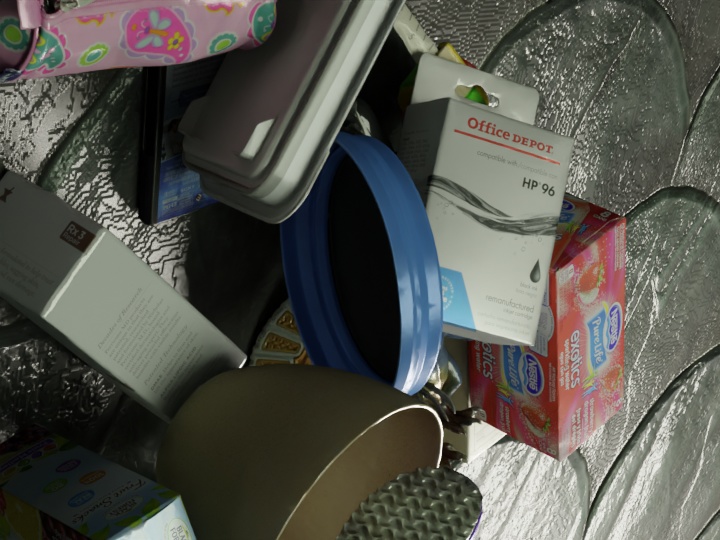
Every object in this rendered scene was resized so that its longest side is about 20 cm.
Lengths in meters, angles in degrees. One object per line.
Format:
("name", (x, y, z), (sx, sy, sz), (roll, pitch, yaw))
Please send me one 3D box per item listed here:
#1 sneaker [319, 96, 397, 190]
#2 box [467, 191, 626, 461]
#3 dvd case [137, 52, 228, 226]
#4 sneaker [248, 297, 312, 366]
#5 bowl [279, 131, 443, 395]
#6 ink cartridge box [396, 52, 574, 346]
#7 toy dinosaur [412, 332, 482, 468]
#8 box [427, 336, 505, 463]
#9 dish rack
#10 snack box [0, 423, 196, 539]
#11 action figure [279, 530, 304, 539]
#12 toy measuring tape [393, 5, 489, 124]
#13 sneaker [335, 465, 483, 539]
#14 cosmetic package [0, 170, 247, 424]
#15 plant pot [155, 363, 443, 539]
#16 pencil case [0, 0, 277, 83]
("sneaker", (0.006, -0.072, 1.412), (0.090, 0.069, 0.201), (-57, 148, -37))
("box", (0.152, 0.041, 1.499), (0.095, 0.099, 0.201), (-35, 135, -34))
("dvd case", (-0.093, -0.140, 1.267), (0.142, 0.017, 0.202), (-22, 129, -44))
("sneaker", (-0.048, 0.100, 1.451), (0.201, 0.075, 0.088), (-68, 162, 11))
("bowl", (0.000, 0.000, 1.297), (0.039, 0.201, 0.202), (-11, 123, -23))
("ink cartridge box", (0.086, -0.055, 1.361), (0.115, 0.068, 0.202), (14, 83, -26))
("toy dinosaur", (0.039, 0.077, 1.464), (0.105, 0.199, 0.182), (-50, 126, -37))
("box", (0.092, 0.055, 1.586), (0.095, 0.077, 0.201), (-32, 135, -38))
("dish rack", (-0.049, -0.137, 1.186), (0.043, 0.171, 0.201), (29, 88, -28))
("snack box", (-0.164, 0.206, 1.193), (0.067, 0.199, 0.170), (-30, 116, -28))
("action figure", (-0.087, 0.241, 1.306), (0.118, 0.199, 0.103), (-24, 135, -41))
("toy measuring tape", (0.043, -0.157, 1.419), (0.074, 0.073, 0.200), (-51, 122, -17))
("sneaker", (0.006, 0.216, 1.198), (0.200, 0.069, 0.100), (-49, 161, -10))
("cosmetic package", (-0.167, 0.025, 1.202), (0.074, 0.101, 0.200), (-56, 144, -8))
("plant pot", (-0.058, 0.140, 1.220), (0.200, 0.134, 0.201), (-42, 152, -30))
("pencil case", (-0.142, -0.164, 1.109), (0.199, 0.087, 0.088), (-13, 122, -42))
